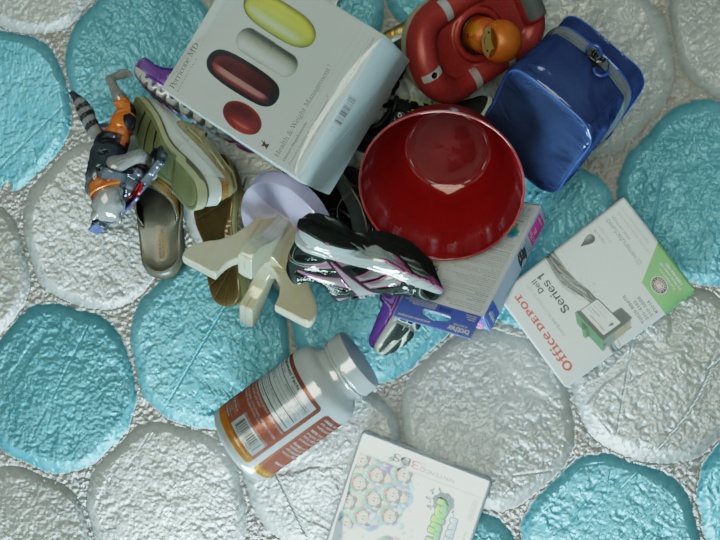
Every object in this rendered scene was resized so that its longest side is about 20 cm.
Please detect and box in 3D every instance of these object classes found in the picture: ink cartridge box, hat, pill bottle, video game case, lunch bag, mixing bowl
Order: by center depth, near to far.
[{"bbox_3d":[0.247,-0.208,1.627,0.136,0.200,0.132,42,65,6],"label":"lunch bag"},{"bbox_3d":[0.102,-0.124,1.647,0.198,0.109,0.202,4,121,7],"label":"mixing bowl"},{"bbox_3d":[0.135,-0.004,1.673,0.118,0.042,0.201,15,62,32],"label":"ink cartridge box"},{"bbox_3d":[0.289,0.029,1.677,0.199,0.084,0.147,-39,82,8],"label":"ink cartridge box"},{"bbox_3d":[-0.017,-0.081,1.727,0.080,0.200,0.202,-23,84,-26],"label":"hat"},{"bbox_3d":[-0.080,0.170,1.737,0.199,0.112,0.113,-36,83,8],"label":"pill bottle"},{"bbox_3d":[0.055,0.332,1.752,0.180,0.024,0.202,19,93,11],"label":"video game case"}]

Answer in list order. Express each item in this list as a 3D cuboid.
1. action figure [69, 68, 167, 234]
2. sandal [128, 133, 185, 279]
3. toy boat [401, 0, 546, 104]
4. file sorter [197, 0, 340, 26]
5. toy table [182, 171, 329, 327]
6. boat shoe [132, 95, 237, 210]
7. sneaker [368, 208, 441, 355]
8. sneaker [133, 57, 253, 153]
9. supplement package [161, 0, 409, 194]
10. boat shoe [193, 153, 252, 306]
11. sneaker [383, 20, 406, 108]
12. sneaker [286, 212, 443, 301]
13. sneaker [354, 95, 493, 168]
[{"bbox_3d":[-0.336,-0.135,1.762,0.200,0.104,0.195,-44,42,38],"label":"action figure"},{"bbox_3d":[-0.278,-0.090,1.806,0.081,0.055,0.202,-6,83,11],"label":"sandal"},{"bbox_3d":[0.150,-0.285,1.655,0.199,0.131,0.131,-35,118,-10],"label":"toy boat"},{"bbox_3d":[-0.104,-0.371,1.741,0.138,0.124,0.202,24,94,10],"label":"file sorter"},{"bbox_3d":[-0.115,-0.019,1.676,0.182,0.201,0.118,21,61,21],"label":"toy table"},{"bbox_3d":[-0.232,-0.155,1.766,0.201,0.068,0.075,54,141,29],"label":"boat shoe"},{"bbox_3d":[0.049,0.010,1.742,0.083,0.081,0.202,15,83,25],"label":"sneaker"},{"bbox_3d":[-0.202,-0.236,1.787,0.199,0.080,0.089,28,88,5],"label":"sneaker"},{"bbox_3d":[-0.085,-0.228,1.589,0.199,0.147,0.192,33,94,14],"label":"supplement package"},{"bbox_3d":[-0.172,-0.053,1.790,0.073,0.062,0.202,-8,85,37],"label":"boat shoe"},{"bbox_3d":[0.033,-0.259,1.747,0.199,0.076,0.088,-27,98,14],"label":"sneaker"},{"bbox_3d":[0.000,0.000,1.615,0.198,0.081,0.087,21,120,-18],"label":"sneaker"},{"bbox_3d":[0.072,-0.186,1.716,0.198,0.072,0.083,-24,114,10],"label":"sneaker"}]
